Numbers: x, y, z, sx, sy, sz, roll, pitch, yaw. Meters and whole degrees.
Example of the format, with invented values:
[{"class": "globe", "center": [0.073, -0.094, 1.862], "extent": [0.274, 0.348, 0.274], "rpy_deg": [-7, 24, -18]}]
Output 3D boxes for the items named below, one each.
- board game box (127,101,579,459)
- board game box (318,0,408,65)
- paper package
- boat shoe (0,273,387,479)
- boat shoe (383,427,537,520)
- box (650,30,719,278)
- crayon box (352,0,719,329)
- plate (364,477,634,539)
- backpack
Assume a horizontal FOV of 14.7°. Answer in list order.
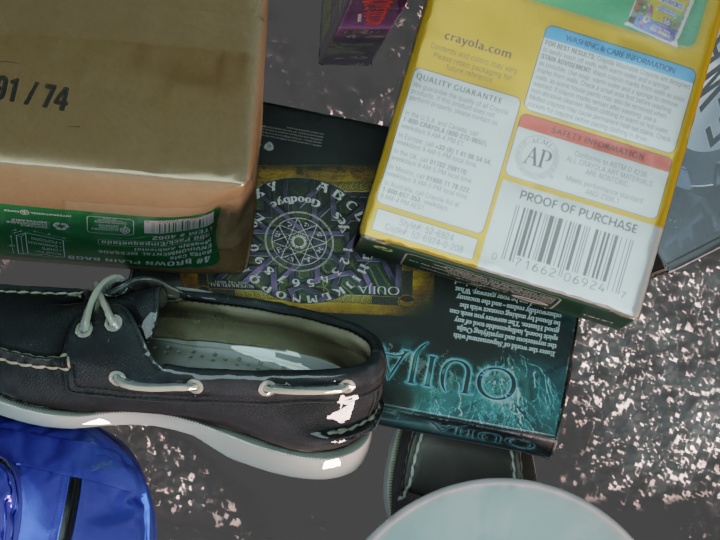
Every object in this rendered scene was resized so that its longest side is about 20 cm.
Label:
[{"class": "board game box", "center": [0.000, 0.000, 1.240], "extent": [0.200, 0.028, 0.136], "rpy_deg": [11, 69, 1]}, {"class": "board game box", "center": [0.003, -0.159, 1.187], "extent": [0.032, 0.200, 0.120], "rpy_deg": [-1, 87, -4]}, {"class": "paper package", "center": [-0.140, -0.104, 1.192], "extent": [0.200, 0.103, 0.191], "rpy_deg": [4, 70, -2]}, {"class": "boat shoe", "center": [-0.087, 0.031, 1.165], "extent": [0.200, 0.076, 0.060], "rpy_deg": [10, 128, -5]}, {"class": "boat shoe", "center": [0.045, 0.136, 1.240], "extent": [0.072, 0.061, 0.202], "rpy_deg": [3, 86, -3]}, {"class": "box", "center": [0.160, -0.121, 1.271], "extent": [0.160, 0.044, 0.200], "rpy_deg": [-26, 88, -5]}, {"class": "crayon box", "center": [0.085, -0.088, 1.213], "extent": [0.126, 0.052, 0.200], "rpy_deg": [17, 83, -1]}, {"class": "plate", "center": [0.055, 0.189, 1.197], "extent": [0.200, 0.026, 0.201], "rpy_deg": [2, 86, -29]}, {"class": "backpack", "center": [-0.186, 0.128, 1.178], "extent": [0.200, 0.168, 0.163], "rpy_deg": [14, 91, -9]}]
